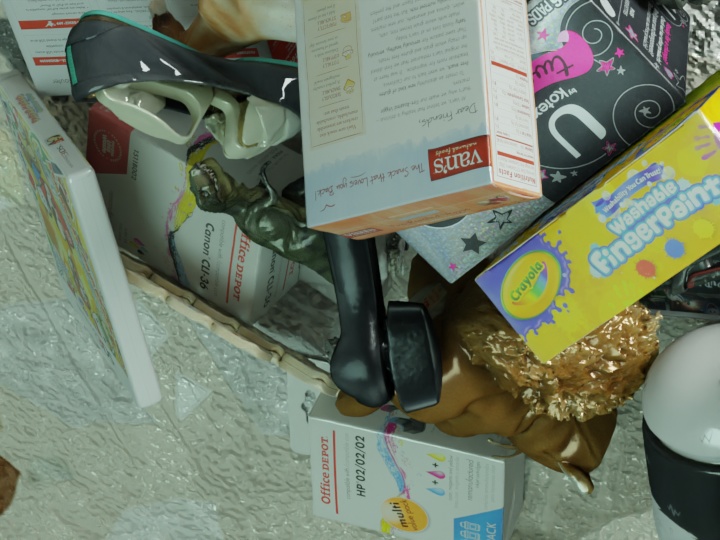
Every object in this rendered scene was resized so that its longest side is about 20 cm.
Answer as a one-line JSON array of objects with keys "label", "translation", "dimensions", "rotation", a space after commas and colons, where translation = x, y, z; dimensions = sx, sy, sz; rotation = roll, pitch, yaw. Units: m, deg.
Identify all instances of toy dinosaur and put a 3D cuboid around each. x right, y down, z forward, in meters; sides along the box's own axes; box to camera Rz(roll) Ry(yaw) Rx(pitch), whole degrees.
[{"label": "toy dinosaur", "translation": [-0.028, -0.035, 1.391], "dimensions": [0.200, 0.088, 0.047], "rotation": [37, 178, -23]}]

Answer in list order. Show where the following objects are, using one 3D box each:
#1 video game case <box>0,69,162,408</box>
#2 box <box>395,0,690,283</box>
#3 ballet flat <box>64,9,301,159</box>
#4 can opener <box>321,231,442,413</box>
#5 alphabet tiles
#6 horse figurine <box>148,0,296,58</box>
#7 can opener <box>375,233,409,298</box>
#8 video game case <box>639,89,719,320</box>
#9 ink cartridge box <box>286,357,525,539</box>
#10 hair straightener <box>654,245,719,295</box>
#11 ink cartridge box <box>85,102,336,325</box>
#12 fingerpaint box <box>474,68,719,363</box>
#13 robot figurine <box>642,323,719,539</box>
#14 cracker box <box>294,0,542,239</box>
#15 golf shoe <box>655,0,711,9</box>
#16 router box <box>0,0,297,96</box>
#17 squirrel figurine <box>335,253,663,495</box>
[{"label": "video game case", "translation": [-0.205, -0.024, 1.487], "dimensions": [0.023, 0.182, 0.201], "rotation": [-22, 125, -15]}, {"label": "box", "translation": [0.097, -0.110, 1.286], "dimensions": [0.115, 0.132, 0.200], "rotation": [42, 119, -15]}, {"label": "ballet flat", "translation": [-0.097, -0.109, 1.328], "dimensions": [0.199, 0.073, 0.073], "rotation": [14, 139, -23]}, {"label": "can opener", "translation": [0.000, 0.000, 1.358], "dimensions": [0.078, 0.063, 0.201], "rotation": [-14, 105, 0]}, {"label": "alphabet tiles", "translation": [-0.094, 0.040, 1.515], "dimensions": [0.200, 0.015, 0.196], "rotation": [30, 180, 19]}, {"label": "horse figurine", "translation": [-0.044, -0.187, 1.319], "dimensions": [0.199, 0.050, 0.133], "rotation": [-1, 124, 0]}, {"label": "can opener", "translation": [0.004, -0.060, 1.453], "dimensions": [0.066, 0.053, 0.201], "rotation": [12, 132, 14]}, {"label": "video game case", "translation": [0.264, -0.039, 1.374], "dimensions": [0.199, 0.023, 0.182], "rotation": [5, 130, 20]}, {"label": "ink cartridge box", "translation": [0.025, 0.145, 1.609], "dimensions": [0.199, 0.068, 0.115], "rotation": [12, 132, 16]}, {"label": "hair straightener", "translation": [0.253, -0.036, 1.349], "dimensions": [0.200, 0.041, 0.077], "rotation": [-16, 99, 40]}, {"label": "ink cartridge box", "translation": [-0.101, -0.044, 1.474], "dimensions": [0.200, 0.067, 0.117], "rotation": [29, 137, 19]}, {"label": "fingerpaint box", "translation": [0.188, -0.049, 1.251], "dimensions": [0.073, 0.167, 0.200], "rotation": [50, 130, -1]}, {"label": "robot figurine", "translation": [0.260, 0.130, 1.412], "dimensions": [0.150, 0.125, 0.201], "rotation": [33, 145, 47]}, {"label": "cracker box", "translation": [0.030, -0.129, 1.200], "dimensions": [0.134, 0.201, 0.058], "rotation": [-12, 165, 36]}, {"label": "golf shoe", "translation": [0.213, -0.247, 1.194], "dimensions": [0.094, 0.078, 0.201], "rotation": [-2, 131, 4]}, {"label": "router box", "translation": [-0.157, -0.208, 1.403], "dimensions": [0.199, 0.049, 0.180], "rotation": [1, 129, 24]}, {"label": "squirrel figurine", "translation": [0.121, 0.078, 1.449], "dimensions": [0.187, 0.142, 0.200], "rotation": [39, 149, -20]}]
